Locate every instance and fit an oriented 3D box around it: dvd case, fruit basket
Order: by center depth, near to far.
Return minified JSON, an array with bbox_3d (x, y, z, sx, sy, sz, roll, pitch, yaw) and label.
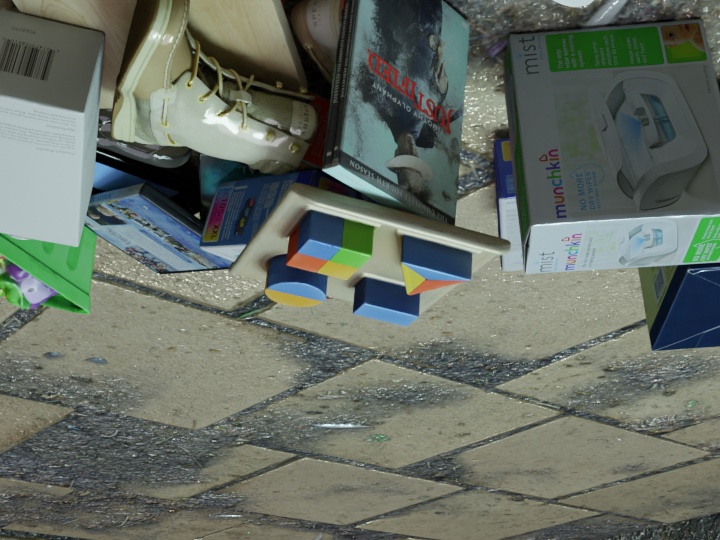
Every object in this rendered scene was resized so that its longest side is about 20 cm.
[{"bbox_3d":[0.034,-0.144,0.810,0.022,0.201,0.146,-10,154,40],"label":"dvd case"},{"bbox_3d":[-0.402,0.010,1.083,0.155,0.217,0.216,9,160,26],"label":"fruit basket"},{"bbox_3d":[-0.224,-0.041,1.098,0.142,0.018,0.200,36,156,-32],"label":"dvd case"}]

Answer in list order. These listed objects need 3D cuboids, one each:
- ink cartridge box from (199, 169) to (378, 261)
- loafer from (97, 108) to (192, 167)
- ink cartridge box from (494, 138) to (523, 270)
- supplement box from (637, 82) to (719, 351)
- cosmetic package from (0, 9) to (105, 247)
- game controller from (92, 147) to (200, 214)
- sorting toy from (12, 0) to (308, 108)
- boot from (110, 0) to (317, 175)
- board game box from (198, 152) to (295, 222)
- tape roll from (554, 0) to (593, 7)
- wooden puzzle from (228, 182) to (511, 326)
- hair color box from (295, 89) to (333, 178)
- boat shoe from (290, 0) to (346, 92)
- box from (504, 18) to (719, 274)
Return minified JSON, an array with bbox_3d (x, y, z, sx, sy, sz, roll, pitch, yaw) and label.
[{"bbox_3d":[-0.040,-0.035,0.970,0.136,0.077,0.200,22,168,-37],"label":"ink cartridge box"},{"bbox_3d":[-0.241,-0.156,0.930,0.199,0.073,0.071,10,140,-29],"label":"loafer"},{"bbox_3d":[0.212,-0.080,1.074,0.136,0.077,0.200,-6,155,6],"label":"ink cartridge box"},{"bbox_3d":[0.357,-0.051,1.017,0.133,0.201,0.200,-4,154,4],"label":"supplement box"},{"bbox_3d":[-0.272,-0.110,0.830,0.107,0.085,0.200,12,150,-12],"label":"cosmetic package"},{"bbox_3d":[-0.250,-0.098,1.064,0.199,0.042,0.104,20,147,-36],"label":"game controller"},{"bbox_3d":[-0.153,-0.212,0.787,0.198,0.070,0.200,1,154,10],"label":"sorting toy"},{"bbox_3d":[-0.104,-0.136,0.767,0.154,0.072,0.200,15,159,-13],"label":"boot"},{"bbox_3d":[-0.068,-0.087,1.061,0.199,0.028,0.136,-4,142,-10],"label":"board game box"},{"bbox_3d":[0.095,-0.253,0.583,0.202,0.203,0.071,22,135,-39],"label":"tape roll"},{"bbox_3d":[0.000,0.000,0.849,0.184,0.047,0.200,13,158,-19],"label":"wooden puzzle"},{"bbox_3d":[-0.023,-0.114,0.933,0.199,0.062,0.101,22,177,-13],"label":"hair color box"},{"bbox_3d":[0.000,-0.180,0.892,0.069,0.074,0.200,4,159,23],"label":"boat shoe"},{"bbox_3d":[0.222,-0.108,0.896,0.175,0.201,0.097,-2,153,4],"label":"box"}]
